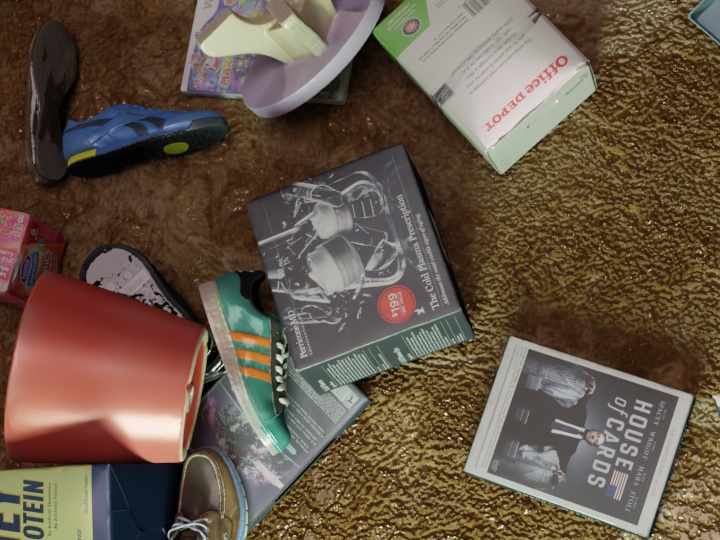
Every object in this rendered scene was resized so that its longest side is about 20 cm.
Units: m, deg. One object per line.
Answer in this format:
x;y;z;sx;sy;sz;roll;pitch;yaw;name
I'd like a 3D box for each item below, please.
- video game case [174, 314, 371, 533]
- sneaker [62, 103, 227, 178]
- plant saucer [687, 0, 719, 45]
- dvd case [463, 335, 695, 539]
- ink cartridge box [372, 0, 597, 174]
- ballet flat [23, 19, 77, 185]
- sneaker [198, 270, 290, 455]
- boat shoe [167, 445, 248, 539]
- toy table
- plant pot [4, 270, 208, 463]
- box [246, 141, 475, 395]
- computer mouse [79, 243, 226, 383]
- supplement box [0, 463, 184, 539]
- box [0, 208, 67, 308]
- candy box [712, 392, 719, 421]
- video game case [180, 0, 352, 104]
-0.104;0.164;1.659;0.200;0.019;0.143;-47;68;1;video game case
-0.250;-0.166;1.767;0.198;0.066;0.079;-12;68;13;sneaker
0.441;-0.315;1.635;0.200;0.019;0.070;-44;68;0;plant saucer
0.220;0.166;1.562;0.199;0.025;0.151;17;81;20;dvd case
0.134;-0.227;1.663;0.145;0.084;0.200;-41;68;2;ink cartridge box
-0.371;-0.196;1.819;0.046;0.067;0.202;-14;72;44;ballet flat
-0.103;0.092;1.631;0.079;0.071;0.201;-21;78;-2;sneaker
-0.161;0.282;1.599;0.072;0.072;0.202;-10;79;23;boat shoe
-0.079;-0.274;1.674;0.200;0.117;0.184;-51;40;-2;toy table
-0.256;0.114;1.596;0.176;0.201;0.202;10;77;0;plant pot
0.000;0.000;1.618;0.181;0.104;0.201;-21;68;6;box
-0.236;0.061;1.712;0.138;0.053;0.201;-37;79;5;computer mouse
-0.305;0.270;1.584;0.198;0.200;0.136;-5;81;15;supplement box
-0.451;-0.025;1.767;0.198;0.100;0.096;11;79;19;box
0.431;0.197;1.473;0.135;0.061;0.202;-19;70;11;candy box
-0.102;-0.265;1.777;0.198;0.018;0.144;5;77;18;video game case
